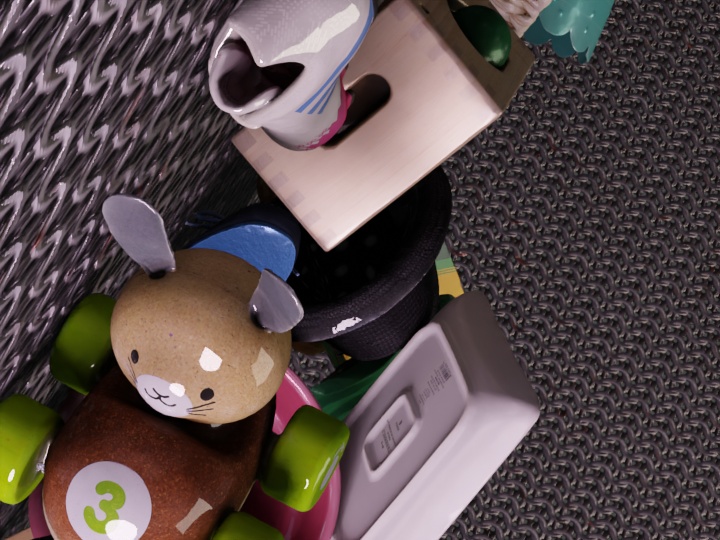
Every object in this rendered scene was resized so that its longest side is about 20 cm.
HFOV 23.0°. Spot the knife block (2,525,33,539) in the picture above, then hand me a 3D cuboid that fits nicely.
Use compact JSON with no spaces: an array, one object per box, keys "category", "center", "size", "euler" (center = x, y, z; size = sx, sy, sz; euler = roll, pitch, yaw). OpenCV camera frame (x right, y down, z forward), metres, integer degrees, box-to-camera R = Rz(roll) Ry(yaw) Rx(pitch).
[{"category":"knife block","center":[-0.168,0.184,1.378],"size":[0.064,0.200,0.176],"euler":[122,-14,-68]}]

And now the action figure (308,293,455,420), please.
[{"category":"action figure","center":[0.011,0.080,1.388],"size":[0.200,0.118,0.055],"euler":[-39,-131,35]}]

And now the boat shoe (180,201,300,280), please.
[{"category":"boat shoe","center":[-0.106,-0.002,1.252],"size":[0.200,0.084,0.069],"euler":[-34,-156,44]}]

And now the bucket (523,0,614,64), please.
[{"category":"bucket","center":[0.178,-0.315,1.803],"size":[0.135,0.207,0.207],"euler":[-61,180,4]}]

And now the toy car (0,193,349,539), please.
[{"category":"toy car","center":[-0.090,0.052,0.887],"size":[0.158,0.164,0.200],"euler":[-57,170,-40]}]

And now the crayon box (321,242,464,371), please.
[{"category":"crayon box","center":[0.030,0.047,1.477],"size":[0.119,0.058,0.200],"euler":[-34,132,-11]}]

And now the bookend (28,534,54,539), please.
[{"category":"bookend","center":[-0.181,0.232,1.024],"size":[0.200,0.092,0.199],"euler":[-8,146,-38]}]

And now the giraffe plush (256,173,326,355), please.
[{"category":"giraffe plush","center":[-0.032,-0.041,1.499],"size":[0.162,0.200,0.173],"euler":[84,8,-47]}]

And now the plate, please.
[{"category":"plate","center":[0.031,0.119,1.219],"size":[0.200,0.032,0.200],"euler":[-51,-159,13]}]

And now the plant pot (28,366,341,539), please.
[{"category":"plant pot","center":[-0.141,0.154,1.230],"size":[0.179,0.200,0.200],"euler":[-28,-155,56]}]

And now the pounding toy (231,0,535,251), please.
[{"category":"pounding toy","center":[0.025,-0.150,1.203],"size":[0.200,0.142,0.184],"euler":[-38,-173,23]}]

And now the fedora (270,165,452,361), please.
[{"category":"fedora","center":[0.000,0.000,1.321],"size":[0.200,0.092,0.201],"euler":[-20,-144,16]}]

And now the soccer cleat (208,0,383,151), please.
[{"category":"soccer cleat","center":[-0.046,-0.100,0.880],"size":[0.086,0.070,0.200],"euler":[-40,172,-19]}]

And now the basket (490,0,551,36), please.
[{"category":"basket","center":[0.130,-0.293,1.586],"size":[0.123,0.135,0.200],"euler":[-54,-179,37]}]
